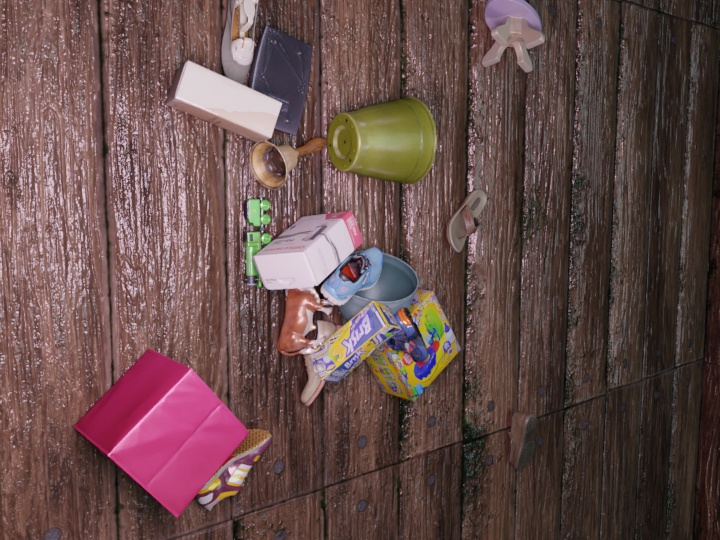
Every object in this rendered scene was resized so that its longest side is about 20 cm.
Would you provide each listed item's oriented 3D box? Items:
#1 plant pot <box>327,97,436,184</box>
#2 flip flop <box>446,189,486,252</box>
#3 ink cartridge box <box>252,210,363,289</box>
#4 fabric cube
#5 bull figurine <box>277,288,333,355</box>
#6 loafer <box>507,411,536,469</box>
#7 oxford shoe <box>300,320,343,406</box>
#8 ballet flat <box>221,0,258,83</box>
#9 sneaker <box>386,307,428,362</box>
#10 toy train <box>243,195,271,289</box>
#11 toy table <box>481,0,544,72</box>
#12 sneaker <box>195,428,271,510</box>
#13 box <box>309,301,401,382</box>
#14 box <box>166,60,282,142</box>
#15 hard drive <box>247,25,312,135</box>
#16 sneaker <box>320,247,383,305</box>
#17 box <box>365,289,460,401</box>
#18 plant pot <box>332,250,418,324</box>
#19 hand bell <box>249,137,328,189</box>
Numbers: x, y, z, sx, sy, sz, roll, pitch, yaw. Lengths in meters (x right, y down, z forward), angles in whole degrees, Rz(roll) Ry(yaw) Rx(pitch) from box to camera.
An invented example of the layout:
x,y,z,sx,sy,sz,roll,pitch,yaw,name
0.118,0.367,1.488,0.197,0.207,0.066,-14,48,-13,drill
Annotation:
x,y,z,sx,sy,sz,roll,pitch,yaw,name
0.035,-0.293,1.606,0.192,0.200,0.201,-7,100,-35,plant pot
0.297,-0.138,1.926,0.081,0.057,0.200,49,65,-32,flip flop
-0.109,-0.044,1.507,0.200,0.145,0.085,-48,124,-47,ink cartridge box
-0.370,0.299,1.328,0.199,0.196,0.200,-50,123,-25,fabric cube
-0.124,0.096,1.580,0.065,0.121,0.201,-31,134,-81,bull figurine
0.488,0.511,2.158,0.076,0.067,0.201,-9,116,-35,loafer
-0.106,0.212,1.637,0.074,0.071,0.201,22,81,-13,oxford shoe
-0.241,-0.480,1.433,0.067,0.064,0.201,0,95,-40,ballet flat
0.099,0.154,1.621,0.078,0.076,0.200,-24,140,6,sneaker
-0.222,-0.059,1.515,0.056,0.042,0.201,-4,98,-30,toy train
0.407,-0.630,1.903,0.199,0.184,0.118,21,64,-31,toy table
-0.268,0.423,1.515,0.200,0.075,0.090,-33,123,-26,sneaker
-0.012,0.156,1.536,0.200,0.070,0.064,-41,150,19,box
-0.266,-0.327,1.385,0.199,0.095,0.078,19,85,-25,box
-0.177,-0.400,1.510,0.135,0.042,0.201,11,89,-40,hard drive
0.000,0.000,1.525,0.078,0.090,0.200,41,40,6,sneaker
0.117,0.180,1.772,0.200,0.122,0.193,-43,119,-28,box
0.025,0.065,1.654,0.200,0.200,0.135,-19,134,-37,plant pot
-0.138,-0.259,1.548,0.200,0.104,0.105,-36,117,-46,hand bell
